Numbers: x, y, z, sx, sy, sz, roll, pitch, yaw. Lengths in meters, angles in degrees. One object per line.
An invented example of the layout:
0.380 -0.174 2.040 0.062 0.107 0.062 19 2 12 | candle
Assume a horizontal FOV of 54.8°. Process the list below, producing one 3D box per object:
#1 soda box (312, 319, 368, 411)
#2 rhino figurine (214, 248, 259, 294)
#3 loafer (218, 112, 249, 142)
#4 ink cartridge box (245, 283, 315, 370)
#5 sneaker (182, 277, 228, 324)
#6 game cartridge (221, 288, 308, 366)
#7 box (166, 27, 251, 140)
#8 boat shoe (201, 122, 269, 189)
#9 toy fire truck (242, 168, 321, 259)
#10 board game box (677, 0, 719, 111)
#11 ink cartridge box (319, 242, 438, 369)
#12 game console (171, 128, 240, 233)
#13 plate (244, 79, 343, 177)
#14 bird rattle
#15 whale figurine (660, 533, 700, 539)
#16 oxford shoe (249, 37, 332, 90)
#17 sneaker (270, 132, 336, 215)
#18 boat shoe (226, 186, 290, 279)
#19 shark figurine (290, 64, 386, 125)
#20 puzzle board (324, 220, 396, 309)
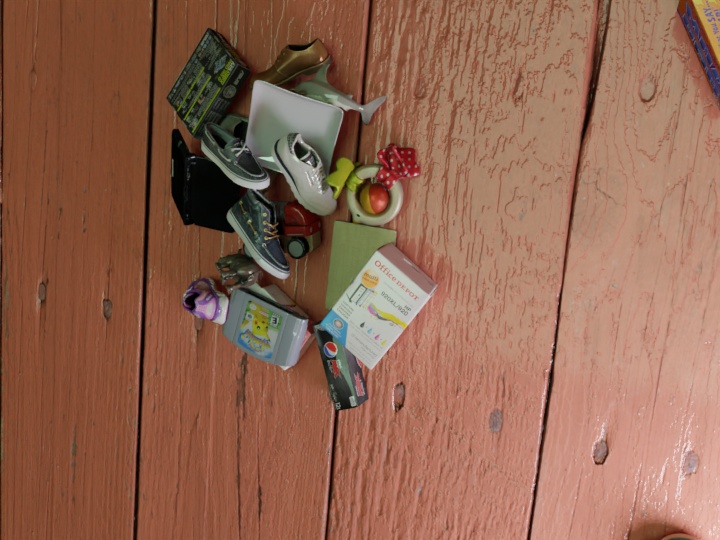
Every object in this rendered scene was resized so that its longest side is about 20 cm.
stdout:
-0.043 0.205 1.554 0.062 0.071 0.204 -14 91 24 | soda box
-0.284 -0.006 1.588 0.086 0.200 0.061 -20 111 -14 | rhino figurine
-0.278 -0.323 1.589 0.196 0.070 0.071 13 99 20 | loafer
-0.202 0.116 1.613 0.200 0.067 0.117 43 110 11 | ink cartridge box
-0.380 0.065 1.630 0.199 0.087 0.082 26 107 57 | sneaker
-0.220 0.131 1.567 0.197 0.040 0.136 23 109 18 | game cartridge
-0.353 -0.426 1.595 0.201 0.044 0.161 -52 58 19 | box
-0.270 -0.252 1.499 0.199 0.071 0.069 41 138 23 | boat shoe
-0.177 -0.140 1.556 0.172 0.129 0.204 1 107 22 | toy fire truck
0.653 -0.402 1.120 0.197 0.199 0.203 -24 88 23 | board game box
0.042 0.068 1.448 0.147 0.145 0.201 40 105 5 | ink cartridge box
-0.366 -0.208 1.624 0.177 0.114 0.202 57 147 36 | game console
-0.145 -0.295 1.489 0.196 0.033 0.202 19 131 1 | plate
0.033 -0.181 1.483 0.196 0.113 0.166 -8 105 10 | bird rattle
0.591 0.599 1.320 0.159 0.103 0.200 47 111 10 | whale figurine
-0.162 -0.452 1.514 0.197 0.072 0.072 -18 127 17 | oxford shoe
-0.107 -0.201 1.474 0.080 0.077 0.201 -13 126 42 | sneaker
-0.201 -0.082 1.476 0.091 0.071 0.201 -46 76 23 | boat shoe
-0.060 -0.385 1.466 0.211 0.128 0.091 18 91 19 | shark figurine
0.000 0.000 1.542 0.148 0.017 0.205 11 101 20 | puzzle board
